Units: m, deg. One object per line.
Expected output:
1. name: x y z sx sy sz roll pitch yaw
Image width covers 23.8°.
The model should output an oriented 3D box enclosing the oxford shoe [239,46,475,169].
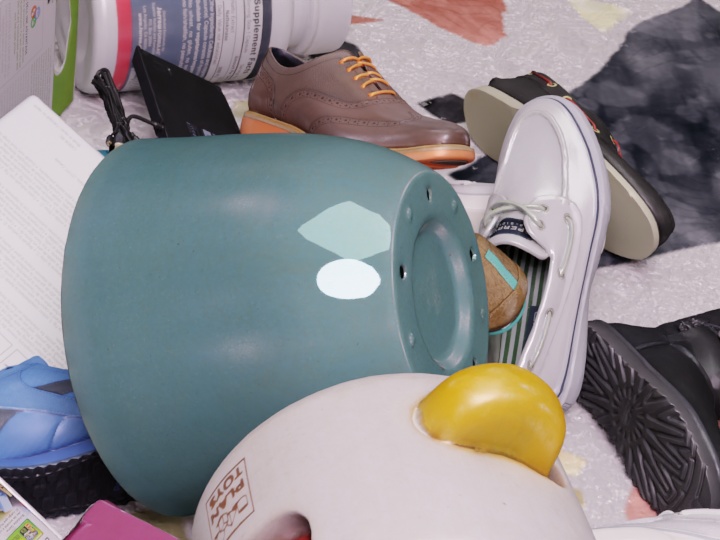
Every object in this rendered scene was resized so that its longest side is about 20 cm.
1. oxford shoe: -0.005 -0.108 1.125 0.200 0.073 0.071 15 9 41

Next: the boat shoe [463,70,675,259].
1. boat shoe: 0.154 -0.080 1.198 0.063 0.074 0.201 -21 42 -24

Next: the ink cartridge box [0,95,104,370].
1. ink cartridge box: -0.206 0.010 0.994 0.163 0.057 0.200 41 65 10

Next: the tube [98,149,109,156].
1. tube: -0.133 -0.055 1.124 0.200 0.050 0.078 -4 47 -28

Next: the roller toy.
1. roller toy: 0.017 0.143 0.778 0.182 0.200 0.140 -16 41 -3

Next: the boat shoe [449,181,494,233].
1. boat shoe: 0.055 -0.029 1.109 0.199 0.072 0.069 -7 12 -10

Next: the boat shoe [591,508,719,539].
1. boat shoe: 0.184 0.156 0.908 0.199 0.072 0.069 -2 22 -10

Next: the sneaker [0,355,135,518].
1. sneaker: -0.195 0.089 0.893 0.200 0.066 0.079 -7 47 -29

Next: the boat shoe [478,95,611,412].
1. boat shoe: 0.104 -0.014 1.016 0.073 0.200 0.067 -11 -19 34

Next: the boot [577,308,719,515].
1. boot: 0.245 0.078 1.032 0.200 0.066 0.165 -4 41 -25

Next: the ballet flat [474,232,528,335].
1. ballet flat: 0.000 0.000 0.993 0.200 0.072 0.068 2 49 34

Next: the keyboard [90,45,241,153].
1. keyboard: -0.121 -0.084 1.105 0.127 0.021 0.200 24 26 -33

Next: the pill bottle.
1. pill bottle: -0.114 -0.197 1.247 0.200 0.120 0.120 -9 41 -25

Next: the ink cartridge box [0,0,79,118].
1. ink cartridge box: -0.256 -0.133 1.105 0.076 0.148 0.200 17 36 10

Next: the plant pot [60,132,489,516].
1. plant pot: -0.030 0.020 0.872 0.161 0.201 0.201 -7 30 25

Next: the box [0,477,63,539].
1. box: -0.199 0.183 0.764 0.110 0.035 0.200 43 41 -1

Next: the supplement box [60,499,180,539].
1. supplement box: -0.101 0.212 0.649 0.103 0.200 0.131 24 40 18
